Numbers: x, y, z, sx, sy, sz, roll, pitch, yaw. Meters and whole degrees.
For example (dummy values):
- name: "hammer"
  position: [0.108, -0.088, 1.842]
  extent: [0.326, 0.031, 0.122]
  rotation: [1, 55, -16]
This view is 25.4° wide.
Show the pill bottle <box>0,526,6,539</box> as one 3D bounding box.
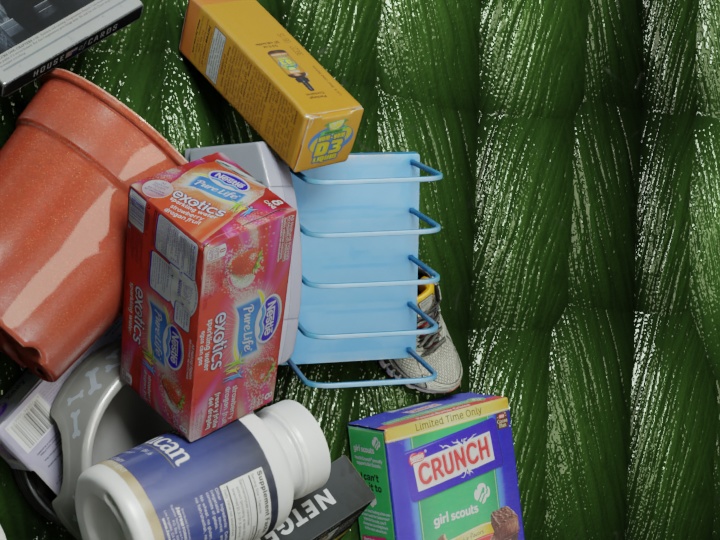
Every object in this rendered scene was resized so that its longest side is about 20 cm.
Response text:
- name: "pill bottle"
  position: [-0.388, 0.243, 1.261]
  extent: [0.199, 0.112, 0.113]
  rotation: [7, 86, -37]

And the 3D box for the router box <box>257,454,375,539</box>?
- name: "router box"
  position: [-0.097, 0.263, 1.450]
  extent: [0.199, 0.157, 0.052]
  rotation: [-28, 74, -34]

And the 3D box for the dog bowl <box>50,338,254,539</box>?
- name: "dog bowl"
  position: [-0.175, 0.158, 1.393]
  extent: [0.199, 0.059, 0.202]
  rotation: [-1, 91, -36]

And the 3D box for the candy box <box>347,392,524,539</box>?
- name: "candy box"
  position: [0.081, 0.238, 1.634]
  extent: [0.168, 0.077, 0.201]
  rotation: [-11, 95, -36]

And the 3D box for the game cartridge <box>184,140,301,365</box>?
- name: "game cartridge"
  position: [-0.109, -0.015, 1.457]
  extent: [0.040, 0.133, 0.202]
  rotation: [-4, 93, -42]

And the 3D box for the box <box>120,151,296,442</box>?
- name: "box"
  position: [-0.124, 0.022, 1.277]
  extent: [0.095, 0.100, 0.201]
  rotation: [-24, 137, -36]

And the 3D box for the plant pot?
- name: "plant pot"
  position: [-0.249, -0.027, 1.327]
  extent: [0.201, 0.200, 0.196]
  rotation: [47, 72, -27]

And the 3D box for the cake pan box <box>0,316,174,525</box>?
- name: "cake pan box"
  position: [-0.217, 0.138, 1.428]
  extent: [0.184, 0.052, 0.200]
  rotation: [50, 62, -23]

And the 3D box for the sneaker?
- name: "sneaker"
  position: [0.046, 0.045, 1.605]
  extent: [0.078, 0.082, 0.200]
  rotation: [-46, 116, -27]

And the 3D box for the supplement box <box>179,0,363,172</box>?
- name: "supplement box"
  position: [-0.083, -0.173, 1.441]
  extent: [0.066, 0.200, 0.069]
  rotation: [-14, 136, -36]

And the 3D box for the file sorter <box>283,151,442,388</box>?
- name: "file sorter"
  position: [0.000, 0.000, 1.480]
  extent: [0.138, 0.123, 0.201]
  rotation: [-2, 103, -14]

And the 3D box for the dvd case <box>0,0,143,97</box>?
- name: "dvd case"
  position: [-0.299, -0.249, 1.319]
  extent: [0.150, 0.025, 0.200]
  rotation: [-37, 78, -31]

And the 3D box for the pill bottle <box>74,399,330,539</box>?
- name: "pill bottle"
  position: [-0.126, 0.180, 1.325]
  extent: [0.199, 0.111, 0.112]
  rotation: [-22, 103, -35]
